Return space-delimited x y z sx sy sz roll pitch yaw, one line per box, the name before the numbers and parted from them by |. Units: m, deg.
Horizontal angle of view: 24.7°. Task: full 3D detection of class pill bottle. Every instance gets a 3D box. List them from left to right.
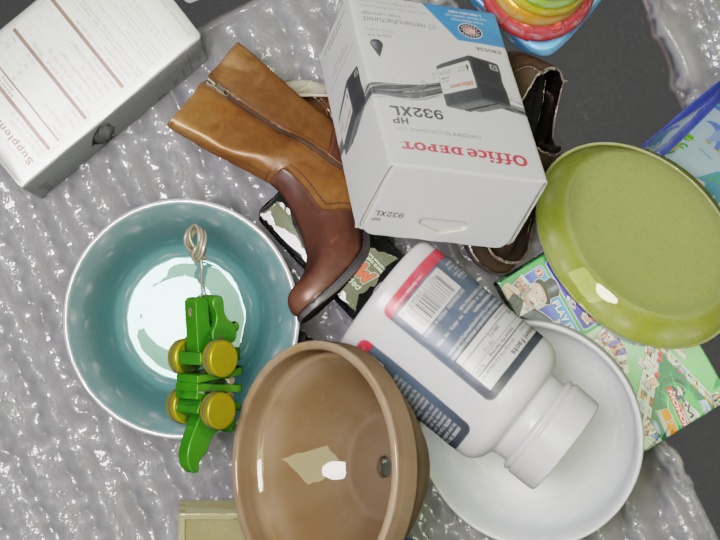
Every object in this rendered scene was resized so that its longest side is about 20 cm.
pill bottle | 0.092 0.083 1.356 0.199 0.120 0.120 40 87 6

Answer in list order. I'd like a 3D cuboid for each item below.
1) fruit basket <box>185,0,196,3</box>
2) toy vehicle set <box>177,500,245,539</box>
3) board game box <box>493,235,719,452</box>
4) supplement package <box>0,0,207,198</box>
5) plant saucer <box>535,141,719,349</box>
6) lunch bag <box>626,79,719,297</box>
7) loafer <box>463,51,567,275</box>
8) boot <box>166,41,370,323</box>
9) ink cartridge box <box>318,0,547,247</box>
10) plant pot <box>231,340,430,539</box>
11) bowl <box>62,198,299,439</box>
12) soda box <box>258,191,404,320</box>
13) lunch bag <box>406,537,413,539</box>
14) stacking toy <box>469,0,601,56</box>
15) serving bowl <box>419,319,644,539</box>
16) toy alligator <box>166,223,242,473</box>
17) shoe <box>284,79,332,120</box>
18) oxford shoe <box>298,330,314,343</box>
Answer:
fruit basket | -0.154 -0.336 1.417 0.093 0.185 0.201 -34 93 36
toy vehicle set | -0.098 0.297 1.429 0.123 0.027 0.203 2 107 -4
board game box | 0.227 0.063 1.483 0.134 0.029 0.201 -30 90 -4
supplement package | -0.244 -0.173 1.421 0.200 0.117 0.118 -40 91 -3
plant saucer | 0.239 -0.026 1.395 0.200 0.200 0.031 50 52 0
lunch bag | 0.337 -0.074 1.447 0.200 0.127 0.171 -39 93 -33
loafer | 0.136 -0.097 1.450 0.072 0.071 0.203 8 87 -34
boot | -0.072 -0.075 1.370 0.199 0.068 0.189 35 64 -6
ink cartridge box | 0.058 -0.128 1.379 0.143 0.084 0.202 5 50 -22
plant pot | -0.008 0.159 1.324 0.092 0.200 0.204 5 88 -42
bowl | -0.153 0.041 1.426 0.198 0.105 0.204 0 89 -4
soda box | 0.000 0.000 1.456 0.071 0.063 0.200 -44 90 -4
lunch bag | -0.033 0.312 1.383 0.199 0.094 0.152 -31 125 -13
stacking toy | 0.163 -0.262 1.404 0.116 0.200 0.110 42 87 -2
serving bowl | 0.154 0.137 1.444 0.198 0.066 0.203 3 101 18
toy alligator | -0.121 0.064 1.351 0.054 0.059 0.203 4 87 -43
shoe | 0.010 -0.121 1.464 0.198 0.053 0.071 16 88 -4
oxford shoe | -0.049 0.153 1.449 0.083 0.073 0.203 5 100 -5
